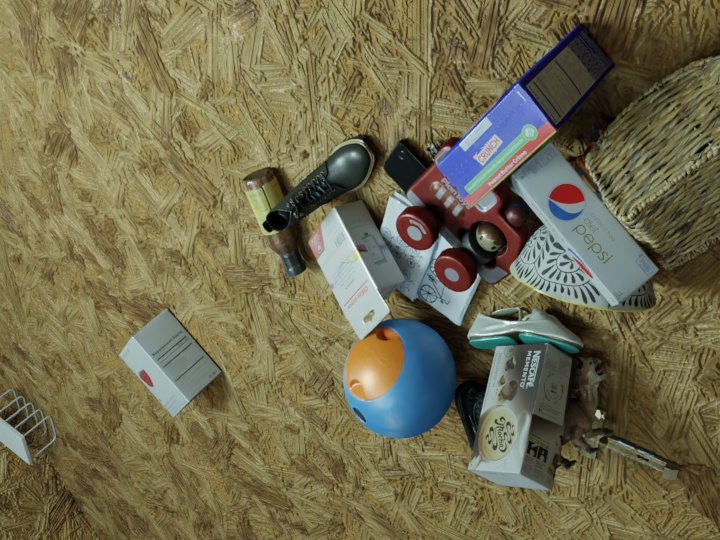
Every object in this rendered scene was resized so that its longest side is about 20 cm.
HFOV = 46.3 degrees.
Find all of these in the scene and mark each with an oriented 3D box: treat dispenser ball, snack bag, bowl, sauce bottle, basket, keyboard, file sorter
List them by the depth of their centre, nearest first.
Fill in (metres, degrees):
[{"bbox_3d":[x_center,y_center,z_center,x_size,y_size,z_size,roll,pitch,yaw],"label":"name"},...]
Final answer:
[{"bbox_3d":[0.383,-0.128,0.989,0.199,0.144,0.148,-40,134,22],"label":"basket"},{"bbox_3d":[0.306,-0.026,1.126,0.198,0.199,0.096,19,109,29],"label":"bowl"},{"bbox_3d":[0.127,-0.127,1.305,0.200,0.021,0.127,46,145,2],"label":"keyboard"},{"bbox_3d":[0.111,-0.011,1.393,0.199,0.021,0.190,36,141,16],"label":"snack bag"},{"bbox_3d":[0.068,0.186,1.455,0.198,0.201,0.204,22,133,26],"label":"treat dispenser ball"},{"bbox_3d":[-0.154,-0.085,1.542,0.065,0.066,0.203,1,119,40],"label":"sauce bottle"},{"bbox_3d":[-1.125,0.509,2.785,0.198,0.124,0.141,28,136,22],"label":"file sorter"}]

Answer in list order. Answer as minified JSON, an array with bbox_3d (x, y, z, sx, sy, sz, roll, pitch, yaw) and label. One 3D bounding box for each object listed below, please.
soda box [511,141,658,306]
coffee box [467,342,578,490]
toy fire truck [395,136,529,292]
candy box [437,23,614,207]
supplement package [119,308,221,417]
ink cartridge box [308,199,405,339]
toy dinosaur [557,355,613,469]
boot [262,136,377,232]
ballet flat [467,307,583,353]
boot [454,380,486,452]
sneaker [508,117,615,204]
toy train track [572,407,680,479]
[{"bbox_3d":[0.269,-0.055,1.022,0.063,0.068,0.201,-38,79,5],"label":"soda box"},{"bbox_3d":[0.248,0.219,1.280,0.079,0.204,0.112,29,157,-29],"label":"coffee box"},{"bbox_3d":[0.157,-0.075,1.207,0.200,0.112,0.168,46,145,-1],"label":"toy fire truck"},{"bbox_3d":[0.206,-0.194,1.047,0.077,0.200,0.169,47,139,-1],"label":"candy box"},{"bbox_3d":[-0.449,0.219,1.986,0.201,0.120,0.121,48,140,0],"label":"supplement package"},{"bbox_3d":[0.000,0.000,1.426,0.203,0.067,0.117,63,142,16],"label":"ink cartridge box"},{"bbox_3d":[0.311,0.231,1.323,0.198,0.086,0.137,-33,81,6],"label":"toy dinosaur"},{"bbox_3d":[-0.066,-0.130,1.377,0.078,0.138,0.199,49,138,-3],"label":"boot"},{"bbox_3d":[0.257,0.089,1.323,0.197,0.069,0.071,-1,120,40],"label":"ballet flat"},{"bbox_3d":[0.238,0.292,1.430,0.214,0.079,0.158,60,169,-12],"label":"boot"},{"bbox_3d":[0.292,-0.148,1.116,0.196,0.078,0.114,7,120,26],"label":"sneaker"},{"bbox_3d":[0.414,0.292,1.365,0.197,0.033,0.117,21,132,26],"label":"toy train track"}]
